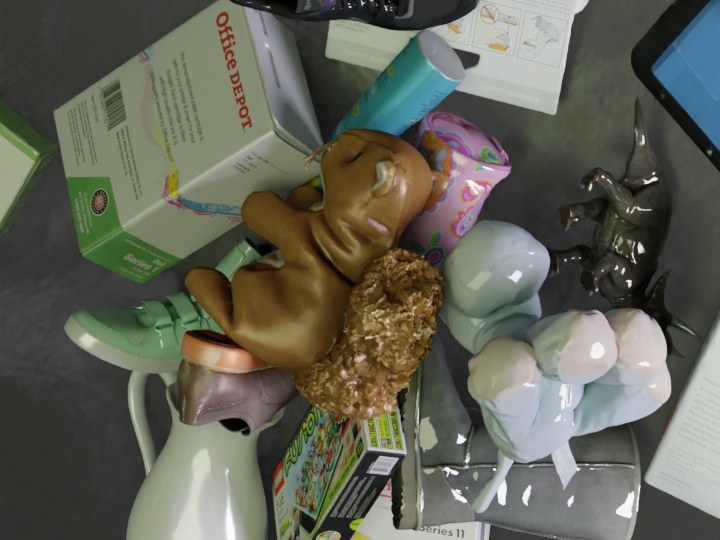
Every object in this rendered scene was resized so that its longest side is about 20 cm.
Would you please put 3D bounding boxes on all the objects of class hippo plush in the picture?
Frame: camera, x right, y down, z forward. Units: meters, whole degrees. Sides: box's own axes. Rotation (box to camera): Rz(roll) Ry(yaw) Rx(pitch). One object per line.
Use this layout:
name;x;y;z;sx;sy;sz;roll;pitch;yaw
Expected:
hippo plush;0.134;0.047;1.364;0.158;0.162;0.201;-15;146;-7

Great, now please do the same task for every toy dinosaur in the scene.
toy dinosaur;0.204;-0.033;1.414;0.077;0.101;0.202;7;97;56

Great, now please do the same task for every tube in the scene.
tube;0.000;-0.104;1.442;0.050;0.078;0.200;44;118;-5

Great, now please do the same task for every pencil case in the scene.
pencil case;0.043;-0.026;1.461;0.087;0.087;0.201;31;112;7

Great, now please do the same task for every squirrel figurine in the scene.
squirrel figurine;0.000;0.000;1.363;0.187;0.141;0.200;-49;60;15

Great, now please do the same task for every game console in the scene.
game console;0.285;-0.131;1.302;0.116;0.176;0.200;-41;77;8

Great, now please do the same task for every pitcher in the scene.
pitcher;-0.150;0.187;1.570;0.171;0.121;0.202;27;114;42

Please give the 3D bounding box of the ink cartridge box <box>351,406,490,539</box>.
ink cartridge box;0.048;0.213;1.531;0.116;0.067;0.202;8;107;14

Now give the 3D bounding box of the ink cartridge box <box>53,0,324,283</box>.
ink cartridge box;-0.136;-0.105;1.456;0.199;0.084;0.146;-30;57;22

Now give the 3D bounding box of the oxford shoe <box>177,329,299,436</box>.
oxford shoe;-0.087;0.089;1.438;0.071;0.200;0.074;17;93;28

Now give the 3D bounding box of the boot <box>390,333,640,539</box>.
boot;0.123;0.128;1.452;0.198;0.073;0.184;0;92;-8

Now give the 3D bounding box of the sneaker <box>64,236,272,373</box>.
sneaker;-0.139;0.020;1.494;0.199;0.074;0.119;6;112;-31

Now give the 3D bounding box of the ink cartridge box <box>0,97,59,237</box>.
ink cartridge box;-0.370;-0.070;1.592;0.145;0.048;0.201;37;113;5

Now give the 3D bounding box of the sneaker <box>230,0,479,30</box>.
sneaker;-0.011;-0.209;1.379;0.198;0.088;0.076;7;116;17

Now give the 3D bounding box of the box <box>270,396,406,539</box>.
box;-0.021;0.158;1.480;0.034;0.111;0.201;8;138;-21

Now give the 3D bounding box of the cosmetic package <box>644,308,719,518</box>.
cosmetic package;0.293;0.076;1.399;0.071;0.101;0.201;25;110;10

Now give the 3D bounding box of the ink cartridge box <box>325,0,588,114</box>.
ink cartridge box;0.079;-0.229;1.412;0.198;0.044;0.175;16;120;13
